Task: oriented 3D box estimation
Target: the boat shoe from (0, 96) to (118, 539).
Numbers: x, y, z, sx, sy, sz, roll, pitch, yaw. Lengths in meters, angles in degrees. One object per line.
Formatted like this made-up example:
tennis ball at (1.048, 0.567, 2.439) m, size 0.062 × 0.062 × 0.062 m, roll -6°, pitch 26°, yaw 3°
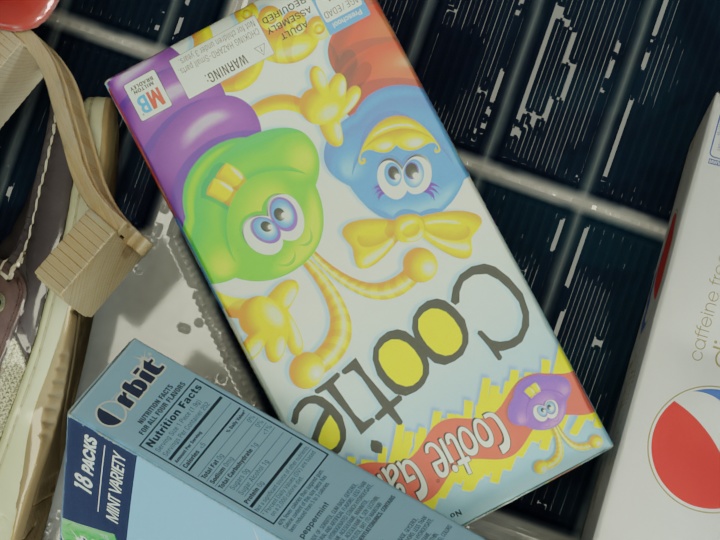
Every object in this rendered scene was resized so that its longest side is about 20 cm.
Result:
boat shoe at (-0.137, 0.028, 1.127) m, size 0.065 × 0.072 × 0.200 m, roll 13°, pitch 91°, yaw 1°

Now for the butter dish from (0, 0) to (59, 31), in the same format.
butter dish at (-0.187, -0.169, 1.005) m, size 0.200 × 0.148 × 0.200 m, roll 25°, pitch 123°, yaw 1°

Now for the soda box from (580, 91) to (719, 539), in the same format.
soda box at (0.131, 0.041, 1.105) m, size 0.064 × 0.068 × 0.200 m, roll 17°, pitch 78°, yaw 2°

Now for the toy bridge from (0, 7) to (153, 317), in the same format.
toy bridge at (-0.142, -0.062, 1.111) m, size 0.200 × 0.027 × 0.067 m, roll 39°, pitch 88°, yaw 29°

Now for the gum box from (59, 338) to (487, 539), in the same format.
gum box at (-0.014, 0.134, 1.056) m, size 0.200 × 0.170 × 0.045 m, roll 30°, pitch 54°, yaw 15°

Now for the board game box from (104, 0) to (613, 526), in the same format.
board game box at (0.000, 0.000, 1.108) m, size 0.103 × 0.105 × 0.200 m, roll -28°, pitch 87°, yaw 0°
